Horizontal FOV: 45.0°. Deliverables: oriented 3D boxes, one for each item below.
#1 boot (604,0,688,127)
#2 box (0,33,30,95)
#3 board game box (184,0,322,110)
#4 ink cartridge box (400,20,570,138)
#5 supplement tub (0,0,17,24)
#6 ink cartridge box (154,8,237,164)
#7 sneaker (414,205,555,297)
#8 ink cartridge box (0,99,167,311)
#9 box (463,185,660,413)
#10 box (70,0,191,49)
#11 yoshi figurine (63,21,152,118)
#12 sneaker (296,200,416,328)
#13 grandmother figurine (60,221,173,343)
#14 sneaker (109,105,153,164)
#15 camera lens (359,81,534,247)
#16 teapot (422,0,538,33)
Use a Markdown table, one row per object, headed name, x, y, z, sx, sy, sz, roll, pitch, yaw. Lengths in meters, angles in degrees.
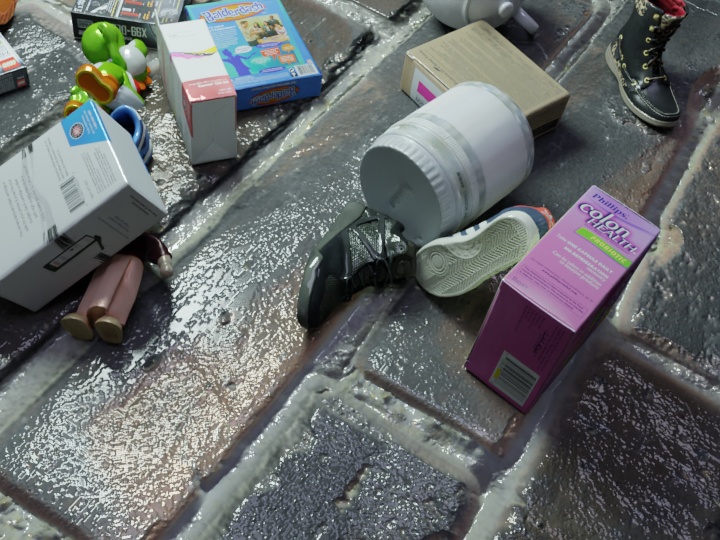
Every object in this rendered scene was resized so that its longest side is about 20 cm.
| name | x | y | z | sx | sy | sz | roll | pitch | yaw |
| --- | --- | --- | --- | --- | --- | --- | --- | --- | --- |
| boot | 0.459 | -0.337 | 1.354 | 0.073 | 0.151 | 0.201 | -4 | 53 | -13 |
| box | -0.572 | -0.265 | 1.190 | 0.199 | 0.035 | 0.110 | -30 | 63 | -28 |
| board game box | -0.163 | -0.330 | 1.306 | 0.151 | 0.045 | 0.201 | -14 | 57 | -19 |
| ink cartridge box | 0.183 | -0.269 | 1.302 | 0.164 | 0.075 | 0.200 | -28 | 63 | -26 |
| supplement tub | -0.607 | -0.422 | 1.249 | 0.198 | 0.123 | 0.123 | 12 | 51 | -1 |
| ink cartridge box | -0.227 | -0.260 | 1.194 | 0.067 | 0.117 | 0.201 | -14 | 57 | -18 |
| sneaker | 0.151 | -0.024 | 1.053 | 0.084 | 0.199 | 0.075 | -25 | 93 | -43 |
| ink cartridge box | -0.343 | -0.073 | 0.998 | 0.199 | 0.084 | 0.147 | -35 | 60 | 6 |
| box | 0.231 | 0.034 | 1.012 | 0.096 | 0.177 | 0.200 | 36 | 55 | 17 |
| box | -0.344 | -0.430 | 1.348 | 0.156 | 0.050 | 0.201 | 7 | 52 | -5 |
| yoshi figurine | -0.356 | -0.277 | 1.190 | 0.111 | 0.113 | 0.201 | -9 | 33 | 11 |
| sneaker | 0.000 | 0.000 | 1.059 | 0.113 | 0.077 | 0.200 | 19 | 46 | 16 |
| grandmother figurine | -0.279 | -0.011 | 1.032 | 0.120 | 0.061 | 0.201 | 10 | 53 | -2 |
| sneaker | -0.326 | -0.126 | 1.097 | 0.073 | 0.082 | 0.201 | 15 | 55 | 1 |
| camera lens | 0.117 | -0.142 | 1.137 | 0.200 | 0.161 | 0.160 | -35 | 65 | -31 |
| teapot | 0.198 | -0.452 | 1.379 | 0.199 | 0.198 | 0.147 | -23 | 61 | -17 |
